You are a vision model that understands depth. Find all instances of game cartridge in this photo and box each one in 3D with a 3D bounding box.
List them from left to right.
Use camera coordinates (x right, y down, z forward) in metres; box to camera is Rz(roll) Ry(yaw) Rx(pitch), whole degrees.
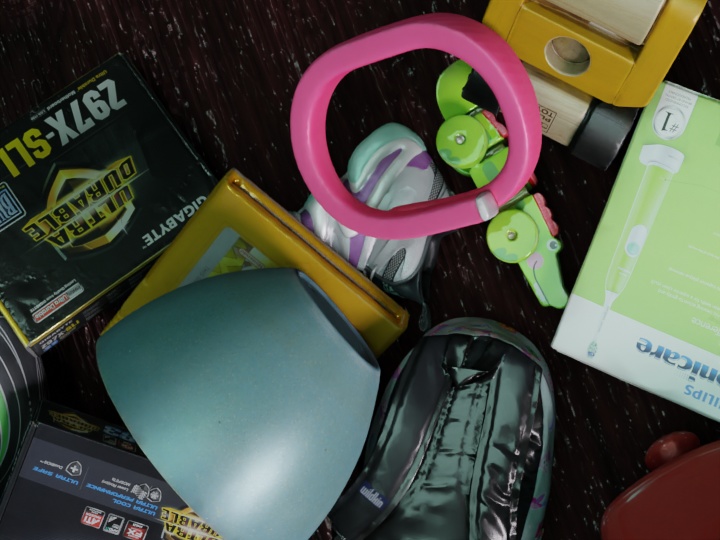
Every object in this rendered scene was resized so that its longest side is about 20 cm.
[{"bbox_3d":[-0.088,0.047,0.924,0.176,0.033,0.200,39,120,-8],"label":"game cartridge"}]

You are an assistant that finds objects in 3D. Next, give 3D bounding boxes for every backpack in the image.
[{"bbox_3d":[0.069,0.136,0.888,0.164,0.127,0.204,13,96,3],"label":"backpack"}]

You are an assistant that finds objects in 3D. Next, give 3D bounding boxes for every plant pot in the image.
[{"bbox_3d":[-0.064,0.078,0.823,0.134,0.200,0.201,-40,81,5],"label":"plant pot"}]

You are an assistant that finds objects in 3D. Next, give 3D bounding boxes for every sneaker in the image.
[{"bbox_3d":[0.000,0.000,0.927,0.200,0.078,0.140,-42,80,14],"label":"sneaker"}]

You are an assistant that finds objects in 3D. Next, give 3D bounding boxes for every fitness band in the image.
[{"bbox_3d":[0.033,-0.097,0.830,0.198,0.037,0.146,-10,106,41],"label":"fitness band"}]

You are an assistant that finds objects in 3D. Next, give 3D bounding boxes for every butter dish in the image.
[{"bbox_3d":[0.243,0.180,0.829,0.198,0.200,0.149,-28,53,9],"label":"butter dish"}]

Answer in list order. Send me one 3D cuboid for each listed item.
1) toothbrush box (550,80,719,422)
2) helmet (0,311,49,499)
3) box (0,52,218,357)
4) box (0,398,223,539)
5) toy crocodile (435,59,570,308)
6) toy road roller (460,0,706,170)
[{"bbox_3d":[0.241,-0.013,0.851,0.144,0.086,0.203,22,97,15],"label":"toothbrush box"},{"bbox_3d":[-0.349,0.104,0.976,0.199,0.200,0.191,40,76,11],"label":"helmet"},{"bbox_3d":[-0.226,-0.055,0.964,0.199,0.049,0.161,-35,80,-14],"label":"box"},{"bbox_3d":[-0.200,0.229,0.960,0.197,0.050,0.201,22,102,-15],"label":"box"},{"bbox_3d":[0.108,-0.063,0.894,0.061,0.067,0.202,-29,80,11],"label":"toy crocodile"},{"bbox_3d":[0.159,-0.184,0.817,0.121,0.201,0.147,26,58,4],"label":"toy road roller"}]
